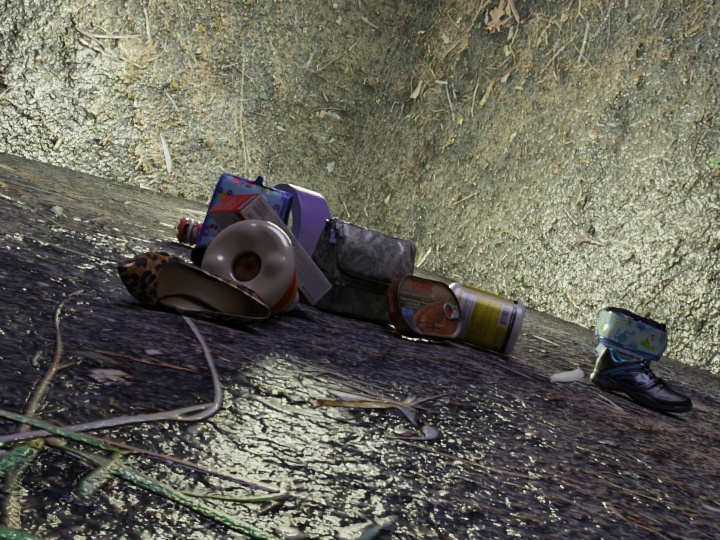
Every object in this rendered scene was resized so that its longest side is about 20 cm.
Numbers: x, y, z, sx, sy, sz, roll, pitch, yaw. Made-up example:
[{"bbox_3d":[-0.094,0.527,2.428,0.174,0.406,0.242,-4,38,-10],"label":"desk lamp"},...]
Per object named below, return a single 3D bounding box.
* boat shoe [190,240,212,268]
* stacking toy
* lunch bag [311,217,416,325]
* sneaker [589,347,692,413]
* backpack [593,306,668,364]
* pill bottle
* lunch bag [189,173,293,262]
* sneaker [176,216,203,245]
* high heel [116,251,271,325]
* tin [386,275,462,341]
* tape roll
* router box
[{"bbox_3d":[-0.223,0.000,1.428,0.060,0.073,0.201,-9,22,-36],"label":"boat shoe"},{"bbox_3d":[-0.145,0.023,1.280,0.145,0.147,0.200,18,-14,19],"label":"stacking toy"},{"bbox_3d":[0.000,0.000,1.599,0.198,0.170,0.139,14,5,-27],"label":"lunch bag"},{"bbox_3d":[0.545,0.214,1.611,0.199,0.083,0.073,21,4,30],"label":"sneaker"},{"bbox_3d":[0.697,0.182,2.160,0.181,0.148,0.200,19,1,15],"label":"backpack"},{"bbox_3d":[0.225,0.091,1.700,0.198,0.114,0.112,18,4,5],"label":"pill bottle"},{"bbox_3d":[-0.226,-0.091,1.640,0.149,0.202,0.094,18,5,10],"label":"lunch bag"},{"bbox_3d":[-0.349,-0.074,1.856,0.107,0.068,0.201,14,2,-23],"label":"sneaker"},{"bbox_3d":[-0.209,0.025,1.082,0.141,0.072,0.200,12,-7,26],"label":"high heel"},{"bbox_3d":[0.120,0.072,1.558,0.042,0.113,0.199,-16,-19,38],"label":"tin"},{"bbox_3d":[-0.157,-0.085,1.849,0.084,0.202,0.199,13,6,-39],"label":"tape roll"},{"bbox_3d":[-0.155,-0.036,1.413,0.201,0.049,0.179,53,-19,-19],"label":"router box"}]
